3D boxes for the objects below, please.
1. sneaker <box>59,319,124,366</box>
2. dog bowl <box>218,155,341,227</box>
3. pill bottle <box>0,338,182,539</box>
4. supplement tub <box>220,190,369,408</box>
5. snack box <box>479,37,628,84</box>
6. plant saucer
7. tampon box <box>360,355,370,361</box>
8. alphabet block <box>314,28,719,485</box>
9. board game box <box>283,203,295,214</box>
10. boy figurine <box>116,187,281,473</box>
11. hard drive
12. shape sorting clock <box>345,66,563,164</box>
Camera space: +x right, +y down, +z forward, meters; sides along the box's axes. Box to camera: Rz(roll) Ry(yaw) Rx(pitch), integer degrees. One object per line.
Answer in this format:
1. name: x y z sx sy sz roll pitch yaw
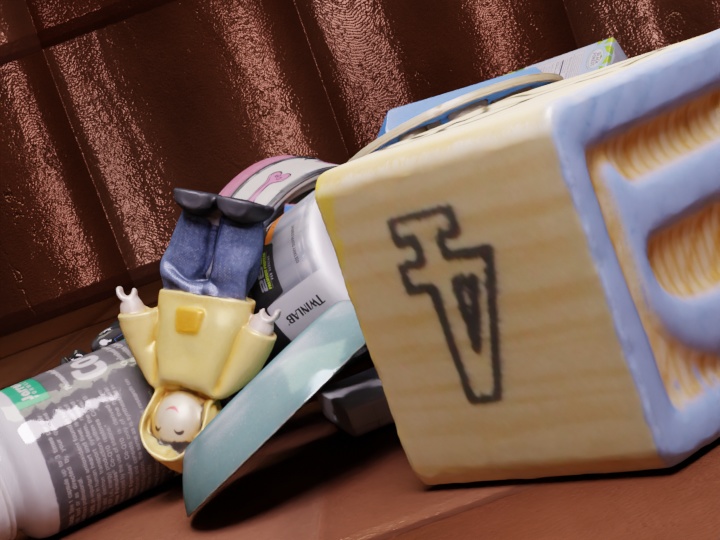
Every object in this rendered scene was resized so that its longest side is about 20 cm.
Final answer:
1. sneaker: -0.177 0.091 1.502 0.199 0.112 0.077 -17 6 24
2. dog bowl: -0.067 -0.013 1.536 0.199 0.201 0.074 -25 43 -38
3. pill bottle: -0.215 0.128 1.278 0.199 0.114 0.113 -23 7 -27
4. supplement tub: -0.052 0.029 1.306 0.200 0.123 0.122 -36 -5 39
5. snack box: 0.206 -0.097 1.513 0.141 0.200 0.053 -15 38 35
6. plant saucer: -0.054 0.082 1.150 0.200 0.036 0.200 -45 -3 -3
7. tampon box: 0.093 -0.024 1.446 0.199 0.127 0.150 -21 -2 33
8. alphabet block: 0.126 -0.006 0.974 0.195 0.198 0.199 -22 6 -38
9. board game box: 0.000 0.000 1.374 0.019 0.104 0.199 8 -2 -40
10. boy figurine: -0.121 0.043 1.225 0.123 0.202 0.064 14 3 13
11. hard drive: 0.072 0.069 1.283 0.199 0.027 0.132 -22 6 -10
12. shape sorting clock: 0.075 -0.108 1.393 0.199 0.040 0.200 -18 -9 -3
